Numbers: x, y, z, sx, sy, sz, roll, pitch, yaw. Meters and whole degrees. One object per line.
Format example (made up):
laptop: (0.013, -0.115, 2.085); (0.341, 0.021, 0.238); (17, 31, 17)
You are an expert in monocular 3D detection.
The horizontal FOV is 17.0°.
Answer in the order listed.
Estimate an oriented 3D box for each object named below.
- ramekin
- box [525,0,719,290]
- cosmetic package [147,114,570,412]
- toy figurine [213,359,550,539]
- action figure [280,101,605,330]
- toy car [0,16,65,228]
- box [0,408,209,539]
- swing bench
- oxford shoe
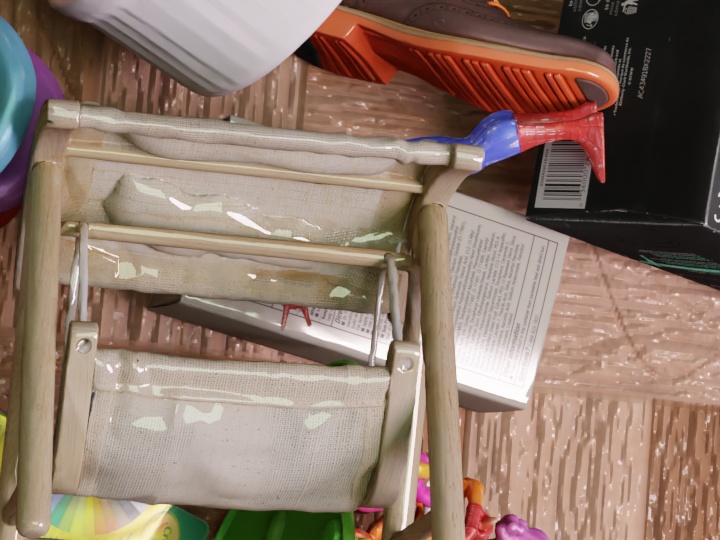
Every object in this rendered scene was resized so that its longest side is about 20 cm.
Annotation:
ramekin: (-0.058, -0.184, 1.206); (0.098, 0.200, 0.201); (38, 75, -21)
box: (0.205, -0.072, 1.284); (0.200, 0.124, 0.149); (17, 81, -44)
cosmetic package: (0.000, 0.000, 1.272); (0.199, 0.073, 0.104); (19, 79, -16)
toy figurine: (0.034, 0.167, 1.247); (0.183, 0.150, 0.201); (20, 86, -28)
action figure: (0.022, -0.028, 1.200); (0.199, 0.065, 0.100); (-3, 100, 2)
toy car: (-0.215, -0.063, 1.141); (0.149, 0.200, 0.176); (-5, 73, -24)
box: (-0.186, 0.134, 1.213); (0.199, 0.048, 0.118); (29, 77, -13)
swing bench: (-0.057, 0.037, 1.092); (0.198, 0.130, 0.201); (6, 74, -12)
oxford shoe: (0.049, -0.132, 1.251); (0.199, 0.071, 0.073); (17, 73, 27)
